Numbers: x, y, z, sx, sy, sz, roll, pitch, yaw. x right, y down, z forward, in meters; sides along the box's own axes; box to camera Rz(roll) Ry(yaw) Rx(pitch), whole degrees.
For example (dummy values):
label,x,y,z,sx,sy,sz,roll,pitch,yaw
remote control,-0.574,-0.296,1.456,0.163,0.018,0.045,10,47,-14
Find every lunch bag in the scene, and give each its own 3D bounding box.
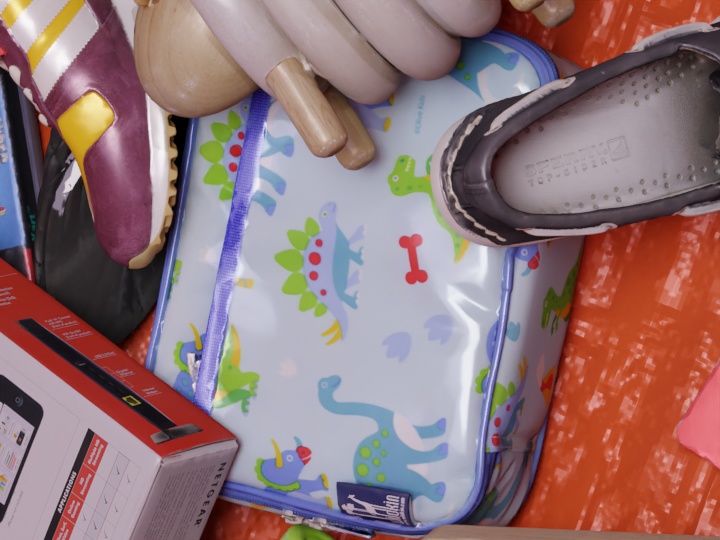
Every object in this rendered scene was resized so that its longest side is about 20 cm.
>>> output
label,x,y,z,sx,sy,sz,roll,pitch,yaw
lunch bag,0.000,0.000,1.156,0.160,0.082,0.201,12,90,24

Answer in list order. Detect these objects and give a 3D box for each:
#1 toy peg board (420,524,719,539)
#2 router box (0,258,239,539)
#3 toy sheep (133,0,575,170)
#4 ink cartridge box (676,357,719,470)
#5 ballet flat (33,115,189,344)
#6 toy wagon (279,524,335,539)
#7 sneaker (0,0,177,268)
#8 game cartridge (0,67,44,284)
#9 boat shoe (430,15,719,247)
label,x,y,z,sx,sy,sz,roll,pitch,yaw
toy peg board,0.107,0.202,1.042,0.199,0.098,0.200,1,103,22
router box,-0.158,0.104,1.176,0.179,0.049,0.201,36,115,27
toy sheep,0.002,-0.123,1.068,0.200,0.138,0.138,-34,76,7
ink cartridge box,0.214,0.071,1.074,0.200,0.067,0.116,34,99,18
ballet flat,-0.098,-0.065,1.219,0.057,0.066,0.201,9,90,64
toy wagon,-0.050,0.171,1.176,0.200,0.040,0.155,46,111,18
sneaker,-0.126,-0.095,1.147,0.090,0.075,0.201,-10,84,-10
game cartridge,-0.191,-0.022,1.254,0.129,0.038,0.201,-13,82,24
boat shoe,0.124,-0.057,1.079,0.199,0.060,0.074,-14,93,-12
